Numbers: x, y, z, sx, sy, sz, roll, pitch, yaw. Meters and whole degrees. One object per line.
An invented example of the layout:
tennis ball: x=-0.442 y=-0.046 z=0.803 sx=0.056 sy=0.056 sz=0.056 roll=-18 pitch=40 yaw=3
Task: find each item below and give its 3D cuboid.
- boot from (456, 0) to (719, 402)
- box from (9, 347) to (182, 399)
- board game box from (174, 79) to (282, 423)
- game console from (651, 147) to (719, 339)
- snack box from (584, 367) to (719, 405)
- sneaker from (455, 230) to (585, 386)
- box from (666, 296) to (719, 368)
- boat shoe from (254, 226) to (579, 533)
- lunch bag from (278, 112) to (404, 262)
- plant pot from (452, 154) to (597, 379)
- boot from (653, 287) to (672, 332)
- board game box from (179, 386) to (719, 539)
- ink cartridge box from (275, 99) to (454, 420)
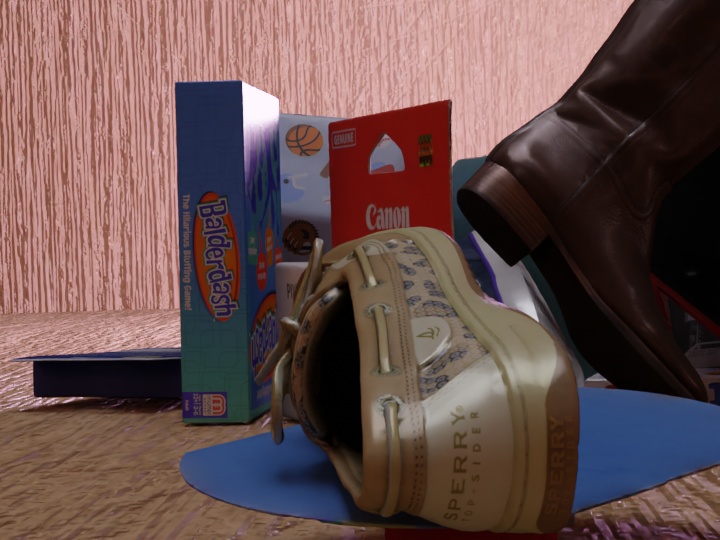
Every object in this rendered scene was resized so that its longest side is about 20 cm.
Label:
boot: x=0.174 y=-0.046 z=1.037 sx=0.200 sy=0.187 sz=0.064 roll=-45 pitch=10 yaw=-19
box: x=-0.140 y=0.071 z=1.355 sx=0.120 sy=0.033 sz=0.200 roll=-1 pitch=-2 yaw=26
board game box: x=-0.079 y=-0.012 z=1.219 sx=0.044 sy=0.202 sz=0.152 roll=-1 pitch=2 yaw=6
game console: x=0.243 y=-0.038 z=1.066 sx=0.200 sy=0.177 sz=0.031 roll=40 pitch=4 yaw=20
snack box: x=0.230 y=0.068 z=1.111 sx=0.198 sy=0.025 sz=0.072 roll=-2 pitch=0 yaw=16
sneaker: x=0.053 y=0.057 z=1.243 sx=0.146 sy=0.081 sz=0.200 roll=-32 pitch=27 yaw=7
box: x=0.256 y=-0.021 z=1.151 sx=0.156 sy=0.202 sz=0.050 roll=-1 pitch=27 yaw=22
boat shoe: x=0.005 y=0.028 z=0.595 sx=0.062 sy=0.074 sz=0.200 roll=-2 pitch=8 yaw=-16
lunch bag: x=-0.042 y=-0.011 z=1.401 sx=0.168 sy=0.125 sz=0.201 roll=7 pitch=-32 yaw=-3
plant pot: x=0.133 y=-0.002 z=1.410 sx=0.198 sy=0.163 sz=0.201 roll=-1 pitch=1 yaw=0
boot: x=0.169 y=-0.002 z=1.266 sx=0.143 sy=0.201 sz=0.073 roll=-8 pitch=39 yaw=8
board game box: x=0.041 y=0.077 z=0.656 sx=0.199 sy=0.039 sz=0.157 roll=-11 pitch=11 yaw=-43
ink cartridge box: x=0.000 y=0.000 z=1.087 sx=0.043 sy=0.176 sz=0.200 roll=-4 pitch=2 yaw=-20
